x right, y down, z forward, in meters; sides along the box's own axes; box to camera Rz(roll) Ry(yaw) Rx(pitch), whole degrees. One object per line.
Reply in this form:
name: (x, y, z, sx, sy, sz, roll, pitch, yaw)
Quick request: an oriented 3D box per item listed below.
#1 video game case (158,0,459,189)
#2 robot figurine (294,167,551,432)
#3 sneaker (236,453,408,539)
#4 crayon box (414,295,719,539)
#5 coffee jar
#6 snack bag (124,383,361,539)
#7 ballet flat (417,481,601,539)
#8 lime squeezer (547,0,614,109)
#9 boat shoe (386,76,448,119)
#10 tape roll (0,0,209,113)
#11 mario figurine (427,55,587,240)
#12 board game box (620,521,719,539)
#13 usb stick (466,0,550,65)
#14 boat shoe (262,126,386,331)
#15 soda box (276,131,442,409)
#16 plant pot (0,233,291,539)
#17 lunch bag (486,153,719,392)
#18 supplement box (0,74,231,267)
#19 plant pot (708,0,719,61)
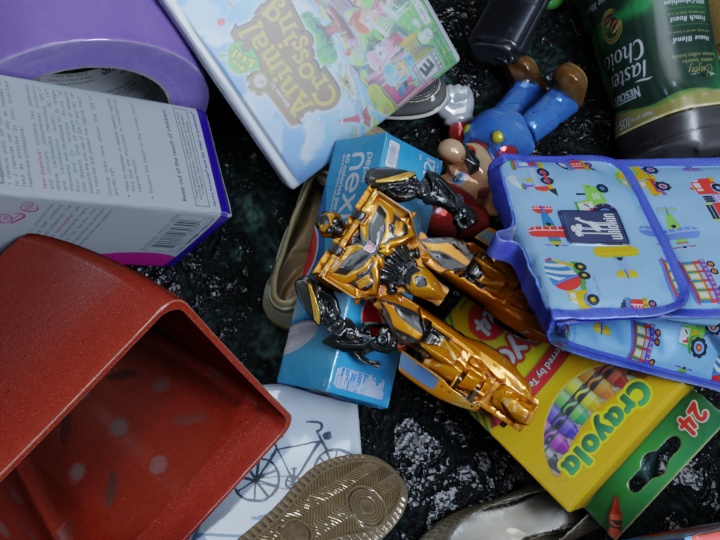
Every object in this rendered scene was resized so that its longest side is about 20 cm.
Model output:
video game case: (-0.039, -0.196, 0.740, 0.182, 0.022, 0.200, -38, 115, -9)
robot figurine: (0.054, 0.016, 0.661, 0.199, 0.058, 0.145, 33, 87, -1)
sneaker: (-0.053, 0.211, 0.686, 0.070, 0.109, 0.200, 46, 41, 17)
crayon box: (0.152, 0.085, 0.706, 0.200, 0.051, 0.127, 43, 101, 26)
coffee jar: (0.259, -0.188, 0.823, 0.085, 0.104, 0.201, -9, 84, -26)
snack bag: (-0.087, 0.181, 0.736, 0.187, 0.021, 0.201, -5, 68, -5)
ballet flat: (0.120, 0.201, 0.726, 0.199, 0.046, 0.068, -22, 72, -10)
lime squeezer: (0.185, -0.241, 0.898, 0.200, 0.038, 0.071, 41, 105, 10)
boat shoe: (-0.017, -0.189, 0.827, 0.199, 0.057, 0.067, 26, 72, 21)
tape roll: (-0.226, -0.159, 0.754, 0.199, 0.200, 0.085, -13, 71, -7)
mario figurine: (0.108, -0.113, 0.799, 0.106, 0.123, 0.200, 43, 68, -10)
board game box: (0.285, 0.198, 0.655, 0.195, 0.200, 0.056, -9, 73, -6)
usb stick: (0.158, -0.267, 0.865, 0.055, 0.033, 0.201, 14, 64, 32)
boat shoe: (-0.021, -0.044, 0.796, 0.073, 0.063, 0.201, 21, 71, 5)
soda box: (0.000, 0.000, 0.735, 0.064, 0.068, 0.201, 21, 77, -37)
plant pot: (-0.203, 0.092, 0.664, 0.176, 0.200, 0.200, 36, 77, 33)
lunch bag: (0.175, -0.007, 0.645, 0.199, 0.094, 0.151, 6, 47, -19)
supplement box: (-0.216, -0.070, 0.723, 0.199, 0.101, 0.104, 2, 64, -44)
plant pot: (0.353, -0.301, 0.862, 0.185, 0.186, 0.201, -3, 86, -4)
